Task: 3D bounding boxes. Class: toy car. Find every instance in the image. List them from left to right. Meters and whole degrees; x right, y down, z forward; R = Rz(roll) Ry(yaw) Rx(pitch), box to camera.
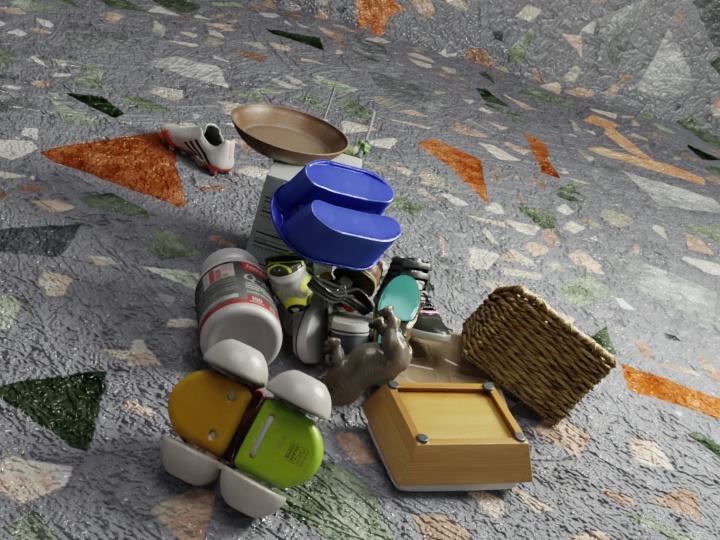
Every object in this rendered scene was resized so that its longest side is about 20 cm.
[{"bbox_3d":[-0.131,0.195,1.379,0.200,0.175,0.150,24,-11,15],"label":"toy car"}]

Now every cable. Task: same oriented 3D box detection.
[{"bbox_3d":[-0.035,0.043,1.673,0.097,0.050,0.200,45,12,3],"label":"cable"}]

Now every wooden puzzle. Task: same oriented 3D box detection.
[{"bbox_3d":[0.117,0.160,1.713,0.185,0.046,0.200,12,30,-10],"label":"wooden puzzle"}]

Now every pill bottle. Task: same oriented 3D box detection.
[{"bbox_3d":[-0.181,0.053,1.650,0.115,0.116,0.200,9,26,-17],"label":"pill bottle"}]

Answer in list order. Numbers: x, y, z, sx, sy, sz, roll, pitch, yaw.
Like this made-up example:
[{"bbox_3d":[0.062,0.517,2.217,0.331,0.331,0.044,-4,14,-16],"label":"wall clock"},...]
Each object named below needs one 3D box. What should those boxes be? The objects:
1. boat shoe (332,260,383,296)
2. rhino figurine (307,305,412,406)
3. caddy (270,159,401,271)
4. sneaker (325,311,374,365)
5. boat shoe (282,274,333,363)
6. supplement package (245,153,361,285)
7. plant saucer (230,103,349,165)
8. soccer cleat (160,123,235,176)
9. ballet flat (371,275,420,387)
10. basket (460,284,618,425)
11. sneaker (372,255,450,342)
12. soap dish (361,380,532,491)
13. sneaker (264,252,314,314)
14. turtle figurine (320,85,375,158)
[{"bbox_3d":[0.000,0.000,1.817,0.072,0.068,0.200,35,-11,-1],"label":"boat shoe"},{"bbox_3d":[-0.020,0.135,1.547,0.088,0.200,0.060,60,4,16],"label":"rhino figurine"},{"bbox_3d":[-0.037,-0.076,1.686,0.199,0.105,0.142,12,55,-33],"label":"caddy"},{"bbox_3d":[-0.015,0.106,1.706,0.078,0.080,0.200,5,4,6],"label":"sneaker"},{"bbox_3d":[-0.086,0.073,1.734,0.065,0.072,0.200,-10,35,13],"label":"boat shoe"},{"bbox_3d":[-0.097,-0.083,1.887,0.147,0.201,0.191,16,25,-3],"label":"supplement package"},{"bbox_3d":[-0.119,-0.218,1.869,0.200,0.037,0.201,14,25,-7],"label":"plant saucer"},{"bbox_3d":[-0.317,-0.260,2.244,0.200,0.085,0.069,35,30,33],"label":"soccer cleat"},{"bbox_3d":[0.045,0.093,1.662,0.068,0.072,0.200,15,42,-4],"label":"ballet flat"},{"bbox_3d":[0.272,0.105,1.731,0.200,0.149,0.143,36,22,-8],"label":"basket"},{"bbox_3d":[0.086,0.038,1.752,0.071,0.099,0.200,9,16,-29],"label":"sneaker"},{"bbox_3d":[0.119,0.218,1.529,0.199,0.081,0.157,3,32,-22],"label":"soap dish"},{"bbox_3d":[-0.104,0.015,1.713,0.075,0.077,0.200,-11,9,6],"label":"sneaker"},{"bbox_3d":[-0.034,-0.257,2.321,0.200,0.144,0.194,-30,59,-1],"label":"turtle figurine"}]
